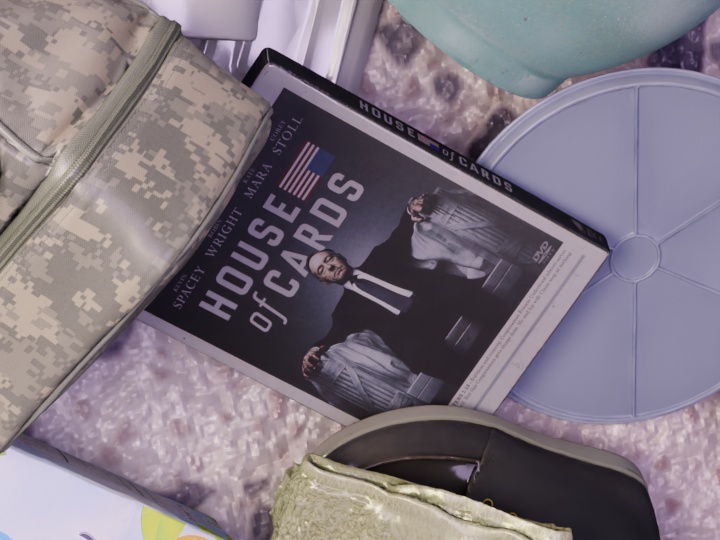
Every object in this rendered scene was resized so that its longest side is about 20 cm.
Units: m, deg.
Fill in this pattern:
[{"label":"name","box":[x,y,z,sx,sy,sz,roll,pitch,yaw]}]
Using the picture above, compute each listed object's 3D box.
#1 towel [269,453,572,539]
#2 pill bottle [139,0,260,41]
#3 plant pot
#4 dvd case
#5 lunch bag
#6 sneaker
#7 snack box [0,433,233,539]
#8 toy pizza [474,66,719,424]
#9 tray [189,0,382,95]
[{"label":"towel","box":[0.016,0.189,1.101,0.147,0.037,0.202,14,117,8]},{"label":"pill bottle","box":[-0.090,-0.208,1.040,0.113,0.114,0.202,2,96,-17]},{"label":"plant pot","box":[0.083,-0.169,1.073,0.200,0.201,0.134,33,113,-18]},{"label":"dvd case","box":[0.000,0.000,1.108,0.199,0.025,0.151,27,112,-19]},{"label":"lunch bag","box":[-0.164,-0.039,0.985,0.167,0.200,0.140,40,43,-9]},{"label":"sneaker","box":[0.071,0.132,1.113,0.198,0.107,0.075,8,125,-24]},{"label":"snack box","box":[-0.182,0.162,1.076,0.199,0.068,0.170,25,90,-19]},{"label":"toy pizza","box":[0.136,-0.013,1.153,0.198,0.032,0.202,-4,118,-8]},{"label":"tray","box":[-0.034,-0.150,1.112,0.107,0.022,0.202,14,92,-19]}]
